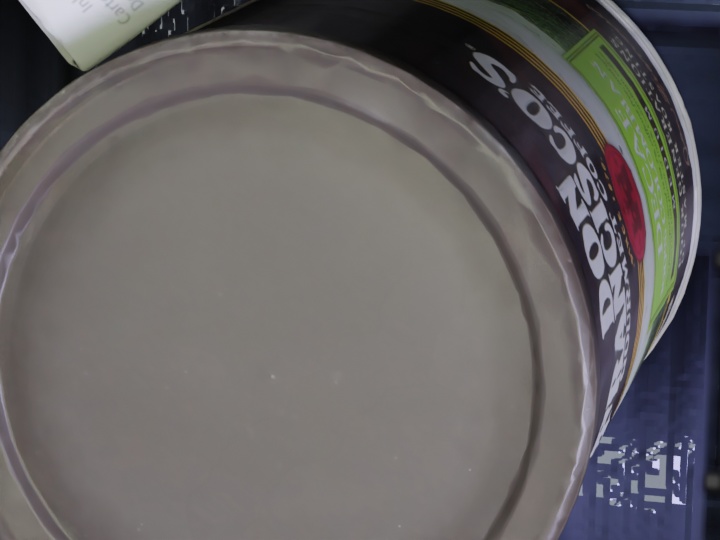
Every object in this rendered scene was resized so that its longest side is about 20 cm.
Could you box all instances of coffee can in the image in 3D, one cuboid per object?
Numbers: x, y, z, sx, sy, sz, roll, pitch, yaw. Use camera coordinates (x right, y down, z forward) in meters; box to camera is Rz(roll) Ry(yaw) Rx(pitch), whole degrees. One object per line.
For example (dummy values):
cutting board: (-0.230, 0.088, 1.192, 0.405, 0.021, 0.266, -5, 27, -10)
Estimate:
coffee can: (0.000, 0.000, 0.717, 0.146, 0.200, 0.147, 3, 103, 13)

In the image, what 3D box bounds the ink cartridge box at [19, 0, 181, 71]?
ink cartridge box: (-0.067, -0.104, 0.718, 0.173, 0.200, 0.044, -36, 111, 19)
